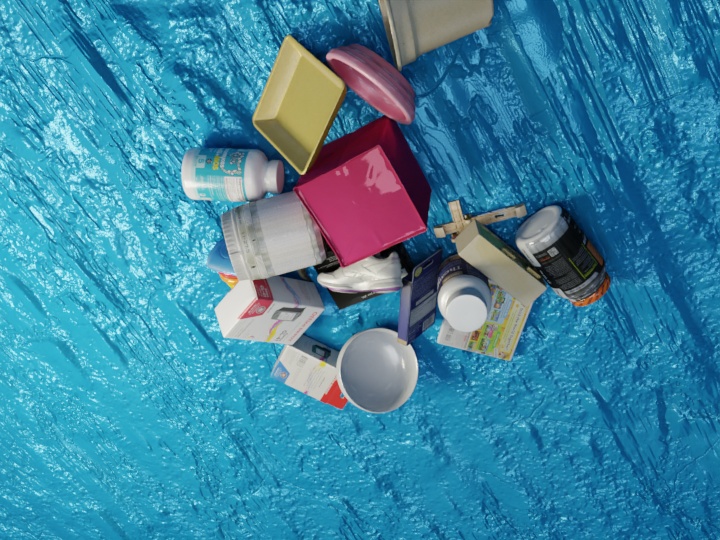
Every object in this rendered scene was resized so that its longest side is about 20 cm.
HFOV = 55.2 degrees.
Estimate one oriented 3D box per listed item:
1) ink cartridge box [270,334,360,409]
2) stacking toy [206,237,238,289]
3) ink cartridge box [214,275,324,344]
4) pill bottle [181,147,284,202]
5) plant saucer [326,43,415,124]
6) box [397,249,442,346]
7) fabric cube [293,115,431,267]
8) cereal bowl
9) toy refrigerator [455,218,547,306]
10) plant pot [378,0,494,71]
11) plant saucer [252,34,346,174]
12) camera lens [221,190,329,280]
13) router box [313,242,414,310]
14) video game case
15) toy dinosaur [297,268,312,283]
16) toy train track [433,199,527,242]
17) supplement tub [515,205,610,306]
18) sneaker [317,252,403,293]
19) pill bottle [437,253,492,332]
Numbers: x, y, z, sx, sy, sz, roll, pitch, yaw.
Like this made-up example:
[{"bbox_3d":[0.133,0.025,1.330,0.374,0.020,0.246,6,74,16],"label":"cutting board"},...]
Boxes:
[{"bbox_3d":[-0.106,0.248,1.704,0.199,0.067,0.116,27,120,-7],"label":"ink cartridge box"},{"bbox_3d":[-0.265,0.022,1.595,0.109,0.116,0.201,13,140,26],"label":"stacking toy"},{"bbox_3d":[-0.204,0.088,1.560,0.199,0.086,0.148,13,130,-42],"label":"ink cartridge box"},{"bbox_3d":[-0.265,-0.201,1.451,0.199,0.111,0.111,3,120,6],"label":"pill bottle"},{"bbox_3d":[0.028,-0.353,1.285,0.200,0.201,0.051,38,90,-13],"label":"plant saucer"},{"bbox_3d":[0.132,0.055,1.531,0.032,0.121,0.201,23,125,30],"label":"box"},{"bbox_3d":[0.012,-0.161,1.380,0.199,0.200,0.197,-23,114,20],"label":"fabric cube"},{"bbox_3d":[0.032,0.234,1.634,0.199,0.083,0.201,1,86,-21],"label":"cereal bowl"},{"bbox_3d":[0.299,-0.018,1.458,0.200,0.076,0.070,36,114,-17],"label":"toy refrigerator"},{"bbox_3d":[0.129,-0.473,1.205,0.182,0.201,0.201,-14,117,4],"label":"plant pot"},{"bbox_3d":[-0.112,-0.322,1.347,0.200,0.048,0.201,47,123,30],"label":"plant saucer"},{"bbox_3d":[-0.172,-0.073,1.430,0.199,0.160,0.161,-15,117,-4],"label":"camera lens"},{"bbox_3d":[0.007,-0.010,1.550,0.199,0.051,0.150,-20,116,19],"label":"router box"},{"bbox_3d":[0.289,0.105,1.590,0.181,0.023,0.201,14,119,1],"label":"video game case"},{"bbox_3d":[-0.154,-0.052,1.558,0.088,0.048,0.201,1,123,0],"label":"toy dinosaur"},{"bbox_3d":[0.255,-0.102,1.471,0.199,0.033,0.115,-15,116,15],"label":"toy train track"},{"bbox_3d":[0.425,-0.027,1.435,0.122,0.123,0.200,-35,108,24],"label":"supplement tub"},{"bbox_3d":[0.000,0.000,1.495,0.199,0.075,0.100,-2,86,24],"label":"sneaker"},{"bbox_3d":[0.216,0.048,1.441,0.110,0.200,0.112,2,111,4],"label":"pill bottle"}]
